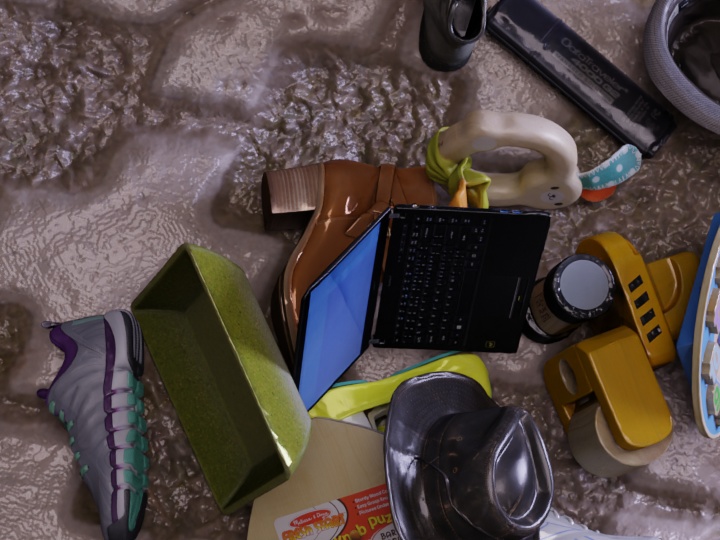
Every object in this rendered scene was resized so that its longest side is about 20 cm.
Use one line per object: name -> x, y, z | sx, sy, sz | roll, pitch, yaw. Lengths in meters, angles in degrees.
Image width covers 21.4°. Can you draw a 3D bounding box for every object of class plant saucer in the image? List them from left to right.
plant saucer -> -0.107, 0.086, 1.552 | 0.048, 0.200, 0.200 | -22, 83, -24

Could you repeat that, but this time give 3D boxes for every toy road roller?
toy road roller -> 0.234, 0.064, 1.635 | 0.145, 0.123, 0.201 | -17, 81, -15

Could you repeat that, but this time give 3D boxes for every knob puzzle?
knob puzzle -> -0.004, 0.216, 1.593 | 0.219, 0.030, 0.221 | 1, 94, 13

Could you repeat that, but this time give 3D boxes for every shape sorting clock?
shape sorting clock -> 0.313, 0.043, 1.618 | 0.039, 0.200, 0.201 | 6, 76, 26

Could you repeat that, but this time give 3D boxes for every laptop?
laptop -> 0.045, 0.042, 1.530 | 0.199, 0.178, 0.104 | 3, 49, -5

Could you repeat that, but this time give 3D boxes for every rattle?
rattle -> 0.155, -0.052, 1.633 | 0.199, 0.130, 0.143 | 21, 39, -31

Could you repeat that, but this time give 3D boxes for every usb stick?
usb stick -> 0.198, -0.179, 1.723 | 0.200, 0.033, 0.055 | 40, 70, 1

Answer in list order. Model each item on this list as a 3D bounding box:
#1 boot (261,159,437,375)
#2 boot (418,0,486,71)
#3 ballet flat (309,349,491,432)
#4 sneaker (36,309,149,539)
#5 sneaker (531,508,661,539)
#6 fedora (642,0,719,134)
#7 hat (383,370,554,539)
boot -> 0.000, 0.000, 1.643 | 0.154, 0.074, 0.201 | -3, 82, -12
boot -> 0.087, -0.282, 1.676 | 0.067, 0.131, 0.201 | -1, 79, -8
ballet flat -> 0.020, 0.122, 1.620 | 0.199, 0.067, 0.067 | -16, 60, -13
sneaker -> -0.226, 0.134, 1.596 | 0.087, 0.074, 0.201 | -5, 70, 5
sneaker -> 0.160, 0.226, 1.621 | 0.199, 0.075, 0.087 | -3, 74, -8
fedora -> 0.346, -0.180, 1.705 | 0.200, 0.090, 0.177 | 37, 74, 19
hat -> 0.104, 0.161, 1.529 | 0.200, 0.081, 0.201 | 26, 49, -34
